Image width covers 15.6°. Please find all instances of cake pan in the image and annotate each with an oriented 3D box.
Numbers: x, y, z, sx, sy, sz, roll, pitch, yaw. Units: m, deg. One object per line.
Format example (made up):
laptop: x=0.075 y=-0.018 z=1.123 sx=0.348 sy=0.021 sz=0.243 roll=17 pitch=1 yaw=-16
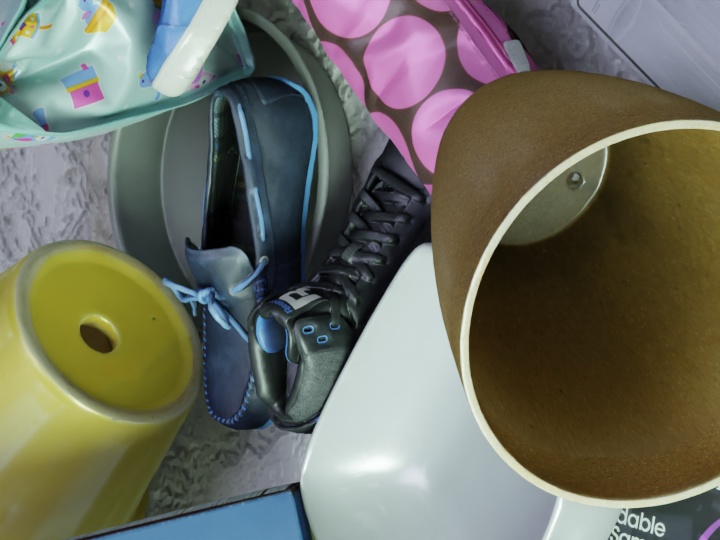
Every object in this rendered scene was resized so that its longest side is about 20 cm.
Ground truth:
cake pan: x=-0.077 y=-0.058 z=1.568 sx=0.199 sy=0.037 sz=0.202 roll=-1 pitch=89 yaw=46

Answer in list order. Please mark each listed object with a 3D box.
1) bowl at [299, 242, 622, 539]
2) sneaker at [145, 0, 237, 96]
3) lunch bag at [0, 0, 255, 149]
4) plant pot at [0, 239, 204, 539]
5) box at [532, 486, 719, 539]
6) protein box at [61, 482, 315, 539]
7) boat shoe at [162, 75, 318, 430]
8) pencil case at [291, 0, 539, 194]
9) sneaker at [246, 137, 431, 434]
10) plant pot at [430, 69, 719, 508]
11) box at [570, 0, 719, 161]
bowl: x=0.060 y=0.110 z=1.354 sx=0.200 sy=0.074 sz=0.201 roll=-63 pitch=37 yaw=32
sneaker: x=-0.104 y=-0.204 z=1.438 sx=0.077 sy=0.111 sz=0.201 roll=-154 pitch=86 yaw=-83
lunch bag: x=-0.192 y=-0.129 z=1.507 sx=0.170 sy=0.199 sz=0.123 roll=3 pitch=114 yaw=47
plant pot: x=-0.195 y=0.085 z=1.565 sx=0.189 sy=0.200 sz=0.202 roll=-46 pitch=58 yaw=39
box: x=0.143 y=0.182 z=1.338 sx=0.142 sy=0.036 sz=0.202 roll=13 pitch=97 yaw=45
protein box: x=-0.108 y=0.237 z=1.440 sx=0.198 sy=0.135 sz=0.200 roll=-13 pitch=87 yaw=1
boat shoe: x=-0.076 y=-0.010 z=1.490 sx=0.084 sy=0.068 sz=0.202 roll=2 pitch=90 yaw=46
pencil case: x=0.032 y=-0.129 z=1.396 sx=0.200 sy=0.090 sz=0.094 roll=51 pitch=149 yaw=18
sneaker: x=0.000 y=0.000 z=1.434 sx=0.073 sy=0.111 sz=0.201 roll=26 pitch=108 yaw=42
plant pot: x=0.106 y=-0.018 z=1.237 sx=0.200 sy=0.185 sz=0.188 roll=-124 pitch=50 yaw=-61
box: x=0.202 y=-0.114 z=1.264 sx=0.200 sy=0.060 sz=0.117 roll=51 pitch=124 yaw=33
